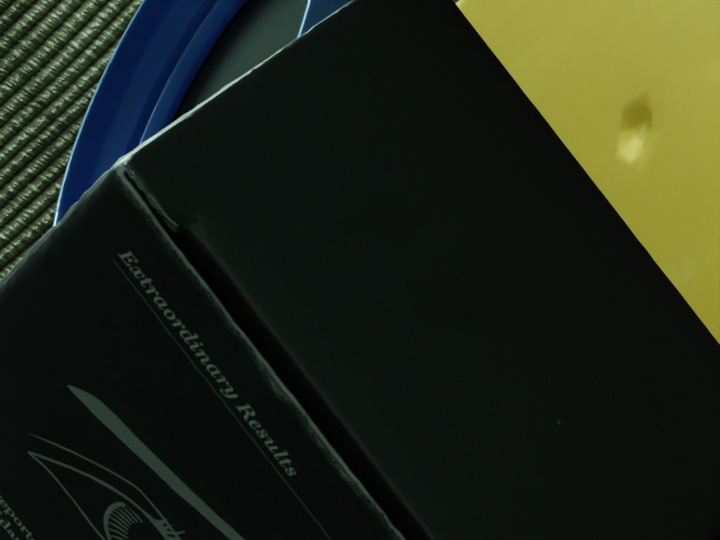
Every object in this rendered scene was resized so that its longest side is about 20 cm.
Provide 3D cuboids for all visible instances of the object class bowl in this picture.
[{"bbox_3d":[-0.057,-0.063,1.138,0.201,0.039,0.201,-46,29,35],"label":"bowl"}]

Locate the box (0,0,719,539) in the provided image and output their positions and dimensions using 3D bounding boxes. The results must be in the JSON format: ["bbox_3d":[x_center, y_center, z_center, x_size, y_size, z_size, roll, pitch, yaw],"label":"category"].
[{"bbox_3d":[-0.018,0.045,0.685,0.104,0.148,0.200,-38,1,-36],"label":"box"}]

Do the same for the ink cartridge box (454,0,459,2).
[{"bbox_3d":[0.069,-0.147,1.155,0.200,0.083,0.145,-49,9,41],"label":"ink cartridge box"}]

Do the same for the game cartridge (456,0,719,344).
[{"bbox_3d":[0.083,-0.032,0.734,0.200,0.032,0.177,-39,45,48],"label":"game cartridge"}]
